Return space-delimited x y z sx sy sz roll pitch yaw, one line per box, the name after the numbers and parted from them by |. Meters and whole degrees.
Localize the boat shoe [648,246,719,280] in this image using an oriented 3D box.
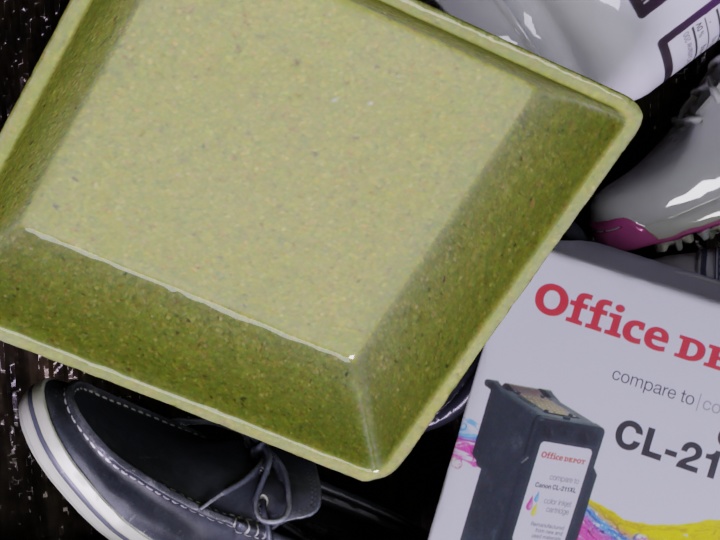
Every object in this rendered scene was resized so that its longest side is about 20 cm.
0.141 0.078 1.063 0.065 0.074 0.201 -2 116 9 | boat shoe

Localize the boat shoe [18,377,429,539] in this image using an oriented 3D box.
-0.046 0.091 0.961 0.200 0.075 0.062 33 111 -23 | boat shoe

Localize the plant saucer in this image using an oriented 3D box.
-0.032 -0.035 0.892 0.199 0.048 0.200 23 122 -17 | plant saucer

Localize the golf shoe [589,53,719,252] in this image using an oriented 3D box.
0.171 -0.081 1.015 0.200 0.075 0.092 -32 102 -9 | golf shoe

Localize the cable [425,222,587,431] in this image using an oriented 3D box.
0.000 0.000 0.984 0.200 0.051 0.163 41 92 -28 | cable

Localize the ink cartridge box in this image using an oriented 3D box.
0.107 0.101 0.934 0.083 0.145 0.201 3 103 -67 | ink cartridge box

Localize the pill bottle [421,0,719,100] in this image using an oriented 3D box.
0.117 -0.143 0.939 0.200 0.112 0.113 -37 117 -4 | pill bottle
